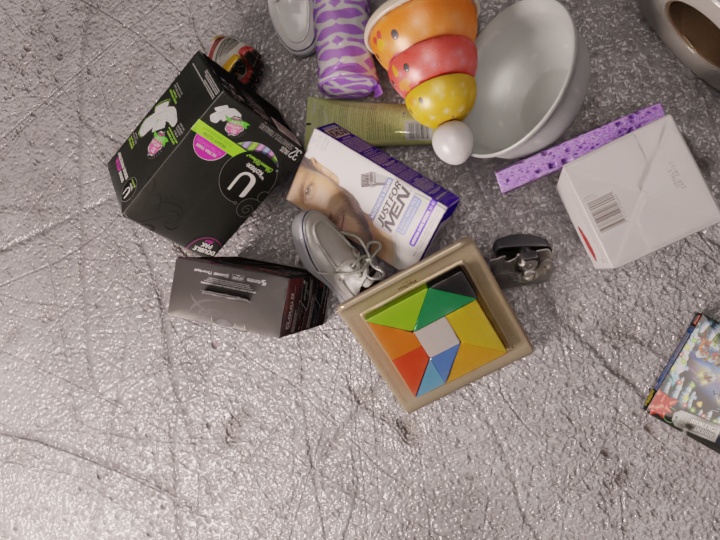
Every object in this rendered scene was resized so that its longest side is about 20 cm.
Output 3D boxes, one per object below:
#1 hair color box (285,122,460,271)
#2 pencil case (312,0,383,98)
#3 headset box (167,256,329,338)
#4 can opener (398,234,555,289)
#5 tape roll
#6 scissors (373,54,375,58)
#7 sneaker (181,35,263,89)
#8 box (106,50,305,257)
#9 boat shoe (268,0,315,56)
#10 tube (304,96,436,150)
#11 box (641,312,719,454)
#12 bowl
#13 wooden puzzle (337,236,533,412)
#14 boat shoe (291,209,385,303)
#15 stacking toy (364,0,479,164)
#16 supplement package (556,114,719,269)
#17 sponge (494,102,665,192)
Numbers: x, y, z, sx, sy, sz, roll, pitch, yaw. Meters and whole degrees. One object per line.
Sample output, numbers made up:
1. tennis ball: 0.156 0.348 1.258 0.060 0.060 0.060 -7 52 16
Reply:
1. hair color box: 0.014 -0.092 0.976 0.199 0.065 0.110 33 117 13
2. pencil case: -0.020 -0.327 0.989 0.085 0.084 0.201 1 84 -26
3. headset box: -0.137 0.030 0.954 0.148 0.200 0.075 10 94 14
4. can opener: 0.144 -0.002 0.953 0.199 0.067 0.054 -8 130 1
5. tape roll: 0.423 -0.304 0.827 0.139 0.203 0.203 -45 80 9
6. scissors: 0.055 -0.302 1.011 0.199 0.014 0.074 9 94 14
7. sneaker: -0.219 -0.235 1.051 0.082 0.078 0.200 41 95 25
8. box: -0.200 -0.143 0.973 0.200 0.148 0.124 -46 44 13
9. boat shoe: -0.102 -0.392 1.019 0.073 0.067 0.201 -13 86 13
10. tube: 0.018 -0.194 1.003 0.199 0.052 0.058 3 49 19
11. box: 0.459 0.158 0.895 0.199 0.040 0.137 29 97 12
12. bowl: 0.205 -0.216 0.913 0.201 0.090 0.202 -31 49 45
13. wooden puzzle: 0.096 0.077 0.930 0.184 0.037 0.200 -28 118 11
14. boat shoe: -0.002 0.004 0.944 0.086 0.075 0.202 -14 116 44
15. stacking toy: 0.094 -0.223 0.906 0.145 0.146 0.201 -17 76 12
16. supplement package: 0.302 -0.078 0.852 0.119 0.200 0.122 -26 84 11
17. sponge: 0.259 -0.143 0.908 0.199 0.112 0.030 -22 89 12
